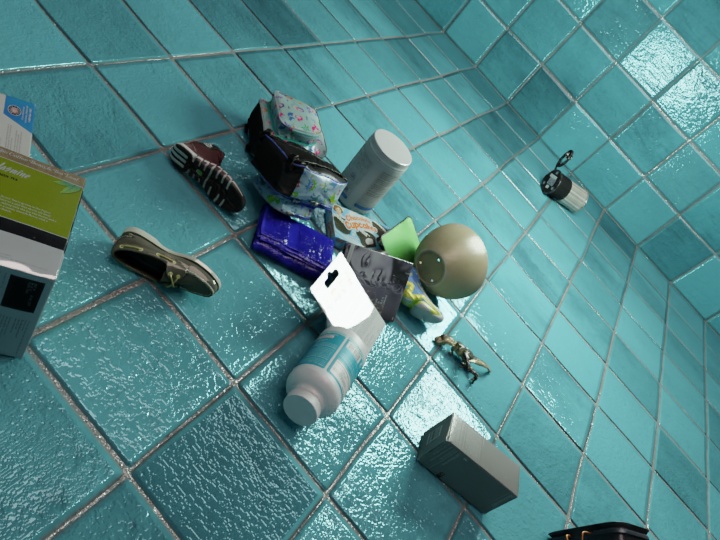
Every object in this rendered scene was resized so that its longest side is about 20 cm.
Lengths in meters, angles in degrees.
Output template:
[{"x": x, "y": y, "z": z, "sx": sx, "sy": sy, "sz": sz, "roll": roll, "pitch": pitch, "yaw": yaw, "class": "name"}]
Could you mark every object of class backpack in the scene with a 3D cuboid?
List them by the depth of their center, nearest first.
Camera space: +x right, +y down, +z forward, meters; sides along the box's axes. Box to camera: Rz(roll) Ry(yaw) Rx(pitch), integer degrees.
[{"x": -0.146, "y": -0.210, "z": 1.387, "sx": 0.198, "sy": 0.148, "sz": 0.183, "roll": 11, "pitch": 26, "yaw": -47, "class": "backpack"}, {"x": -0.178, "y": -0.348, "z": 1.516, "sx": 0.198, "sy": 0.150, "sz": 0.180, "roll": 20, "pitch": 41, "yaw": -38, "class": "backpack"}]

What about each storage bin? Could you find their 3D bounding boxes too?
[{"x": 0.501, "y": 0.619, "z": 1.238, "sx": 0.144, "sy": 0.199, "sz": 0.136, "roll": 25, "pitch": 50, "yaw": -26, "class": "storage bin"}]

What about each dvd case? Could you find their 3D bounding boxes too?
[{"x": 0.024, "y": 0.030, "z": 1.367, "sx": 0.197, "sy": 0.151, "sz": 0.016, "roll": 16, "pitch": 6, "yaw": -34, "class": "dvd case"}]

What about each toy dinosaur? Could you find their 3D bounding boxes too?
[{"x": 0.273, "y": 0.230, "z": 1.497, "sx": 0.199, "sy": 0.047, "sz": 0.089, "roll": 36, "pitch": 30, "yaw": -19, "class": "toy dinosaur"}]

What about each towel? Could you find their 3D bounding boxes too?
[{"x": -0.147, "y": -0.066, "z": 1.351, "sx": 0.198, "sy": 0.050, "sz": 0.149, "roll": 29, "pitch": 40, "yaw": -23, "class": "towel"}]

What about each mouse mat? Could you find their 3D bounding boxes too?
[{"x": 0.120, "y": -0.045, "z": 1.581, "sx": 0.200, "sy": 0.007, "sz": 0.164, "roll": -37, "pitch": 110, "yaw": -56, "class": "mouse mat"}]

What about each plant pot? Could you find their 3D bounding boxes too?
[{"x": 0.213, "y": -0.017, "z": 1.534, "sx": 0.133, "sy": 0.200, "sz": 0.202, "roll": -11, "pitch": 63, "yaw": -51, "class": "plant pot"}]

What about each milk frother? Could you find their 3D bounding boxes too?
[{"x": 0.934, "y": -0.403, "z": 2.636, "sx": 0.186, "sy": 0.200, "sz": 0.182, "roll": 25, "pitch": 36, "yaw": -26, "class": "milk frother"}]

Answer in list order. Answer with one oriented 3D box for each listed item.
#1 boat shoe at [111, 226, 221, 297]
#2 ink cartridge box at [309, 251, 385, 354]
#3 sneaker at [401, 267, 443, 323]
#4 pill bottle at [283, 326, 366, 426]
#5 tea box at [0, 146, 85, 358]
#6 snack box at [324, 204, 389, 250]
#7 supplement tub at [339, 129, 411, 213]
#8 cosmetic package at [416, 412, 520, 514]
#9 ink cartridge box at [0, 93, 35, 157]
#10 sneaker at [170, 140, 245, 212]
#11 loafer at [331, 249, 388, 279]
[{"x": -0.351, "y": -0.002, "z": 1.069, "sx": 0.200, "sy": 0.072, "sz": 0.061, "roll": 30, "pitch": 40, "yaw": -11, "class": "boat shoe"}, {"x": -0.035, "y": 0.088, "z": 1.270, "sx": 0.201, "sy": 0.057, "sz": 0.163, "roll": 54, "pitch": 36, "yaw": -13, "class": "ink cartridge box"}, {"x": 0.140, "y": 0.048, "z": 1.483, "sx": 0.198, "sy": 0.075, "sz": 0.106, "roll": 33, "pitch": 63, "yaw": -17, "class": "sneaker"}, {"x": -0.070, "y": 0.201, "z": 1.120, "sx": 0.111, "sy": 0.111, "sz": 0.200, "roll": 44, "pitch": 36, "yaw": -2, "class": "pill bottle"}, {"x": -0.496, "y": -0.024, "z": 0.831, "sx": 0.132, "sy": 0.200, "sz": 0.199, "roll": 21, "pitch": 41, "yaw": -29, "class": "tea box"}, {"x": 0.000, "y": -0.092, "z": 1.532, "sx": 0.198, "sy": 0.037, "sz": 0.118, "roll": 19, "pitch": 45, "yaw": -33, "class": "snack box"}, {"x": 0.031, "y": -0.262, "z": 1.589, "sx": 0.131, "sy": 0.200, "sz": 0.133, "roll": 26, "pitch": 40, "yaw": -24, "class": "supplement tub"}, {"x": 0.227, "y": 0.403, "z": 1.233, "sx": 0.199, "sy": 0.107, "sz": 0.090, "roll": 40, "pitch": 36, "yaw": -5, "class": "cosmetic package"}, {"x": -0.627, "y": -0.191, "z": 0.905, "sx": 0.197, "sy": 0.145, "sz": 0.149, "roll": 14, "pitch": 46, "yaw": -36, "class": "ink cartridge box"}, {"x": -0.314, "y": -0.224, "z": 1.315, "sx": 0.200, "sy": 0.076, "sz": 0.116, "roll": 43, "pitch": 33, "yaw": -4, "class": "sneaker"}, {"x": 0.000, "y": 0.000, "z": 1.426, "sx": 0.199, "sy": 0.074, "sz": 0.071, "roll": -28, "pitch": 118, "yaw": -46, "class": "loafer"}]
